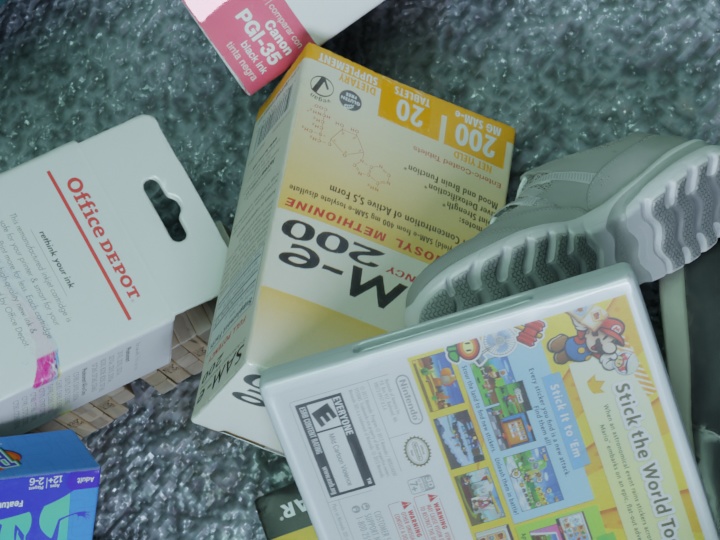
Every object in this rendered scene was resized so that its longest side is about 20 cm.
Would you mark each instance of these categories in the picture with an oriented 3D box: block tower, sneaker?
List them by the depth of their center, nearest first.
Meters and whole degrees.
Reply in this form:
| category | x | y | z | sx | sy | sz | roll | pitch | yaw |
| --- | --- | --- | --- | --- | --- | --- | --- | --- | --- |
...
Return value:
| category | x | y | z | sx | sy | sz | roll | pitch | yaw |
| --- | --- | --- | --- | --- | --- | --- | --- | --- | --- |
| sneaker | 0.096 | -0.011 | 1.267 | 0.199 | 0.075 | 0.082 | -25 | 33 | -30 |
| sneaker | 0.212 | 0.071 | 1.268 | 0.106 | 0.075 | 0.201 | -11 | 72 | 15 |
| block tower | -0.135 | 0.045 | 1.377 | 0.199 | 0.058 | 0.054 | -30 | 71 | 4 |

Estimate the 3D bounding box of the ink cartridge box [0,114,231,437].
| category | x | y | z | sx | sy | sz | roll | pitch | yaw |
| --- | --- | --- | --- | --- | --- | --- | --- | --- | --- |
| ink cartridge box | -0.172 | 0.014 | 1.311 | 0.199 | 0.068 | 0.116 | -25 | 71 | -16 |

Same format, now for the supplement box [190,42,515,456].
| category | x | y | z | sx | sy | sz | roll | pitch | yaw |
| --- | --- | --- | --- | --- | --- | --- | --- | --- | --- |
| supplement box | 0.000 | 0.000 | 1.283 | 0.125 | 0.074 | 0.201 | 21 | 54 | -17 |

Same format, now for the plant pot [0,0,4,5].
| category | x | y | z | sx | sy | sz | roll | pitch | yaw |
| --- | --- | --- | --- | --- | --- | --- | --- | --- | --- |
| plant pot | -0.288 | -0.180 | 1.408 | 0.200 | 0.200 | 0.188 | 42 | 104 | 21 |

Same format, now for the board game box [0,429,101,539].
| category | x | y | z | sx | sy | sz | roll | pitch | yaw |
| --- | --- | --- | --- | --- | --- | --- | --- | --- | --- |
| board game box | -0.215 | 0.183 | 1.266 | 0.045 | 0.151 | 0.201 | 43 | 131 | 51 |

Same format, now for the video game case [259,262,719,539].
| category | x | y | z | sx | sy | sz | roll | pitch | yaw |
| --- | --- | --- | --- | --- | --- | --- | --- | --- | --- |
| video game case | 0.069 | 0.110 | 1.202 | 0.181 | 0.023 | 0.201 | -17 | 113 | 9 |

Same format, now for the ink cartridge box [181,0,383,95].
| category | x | y | z | sx | sy | sz | roll | pitch | yaw |
| --- | --- | --- | --- | --- | --- | --- | --- | --- | --- |
| ink cartridge box | -0.011 | -0.202 | 1.359 | 0.199 | 0.083 | 0.147 | -34 | 26 | 4 |

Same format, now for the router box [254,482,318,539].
| category | x | y | z | sx | sy | sz | roll | pitch | yaw |
| --- | --- | --- | --- | --- | --- | --- | --- | --- | --- |
| router box | 0.064 | 0.156 | 1.296 | 0.199 | 0.052 | 0.158 | -23 | 71 | 8 |
